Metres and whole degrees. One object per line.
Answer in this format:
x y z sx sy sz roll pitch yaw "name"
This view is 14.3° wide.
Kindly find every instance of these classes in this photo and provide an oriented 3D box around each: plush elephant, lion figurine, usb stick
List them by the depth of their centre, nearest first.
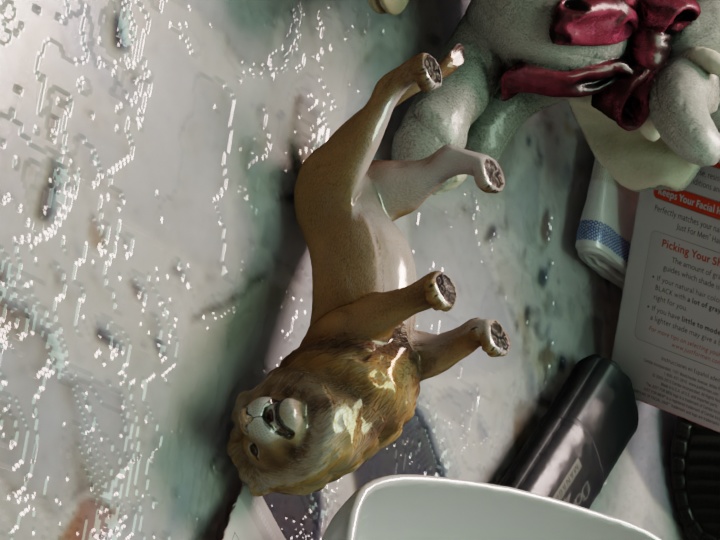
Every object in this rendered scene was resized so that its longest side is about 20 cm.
0.000 0.000 1.250 0.072 0.122 0.201 36 44 -36 "lion figurine"
0.127 -0.104 1.358 0.165 0.154 0.200 -61 179 33 "plush elephant"
0.085 0.118 1.402 0.200 0.032 0.056 -53 135 -41 "usb stick"

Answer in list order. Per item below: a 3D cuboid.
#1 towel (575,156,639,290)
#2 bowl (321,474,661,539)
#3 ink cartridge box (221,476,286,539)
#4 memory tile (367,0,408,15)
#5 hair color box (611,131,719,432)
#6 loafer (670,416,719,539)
0.168 -0.073 1.536 0.147 0.024 0.201 33 61 -48 "towel"
0.055 0.201 1.251 0.199 0.075 0.201 15 60 -33 "bowl"
-0.055 0.210 1.208 0.200 0.050 0.161 -74 143 -53 "ink cartridge box"
0.035 -0.208 1.311 0.200 0.017 0.154 -42 132 -64 "memory tile"
0.198 -0.023 1.441 0.064 0.111 0.201 -8 112 -44 "hair color box"
0.217 0.138 1.560 0.071 0.073 0.201 -34 120 -61 "loafer"
